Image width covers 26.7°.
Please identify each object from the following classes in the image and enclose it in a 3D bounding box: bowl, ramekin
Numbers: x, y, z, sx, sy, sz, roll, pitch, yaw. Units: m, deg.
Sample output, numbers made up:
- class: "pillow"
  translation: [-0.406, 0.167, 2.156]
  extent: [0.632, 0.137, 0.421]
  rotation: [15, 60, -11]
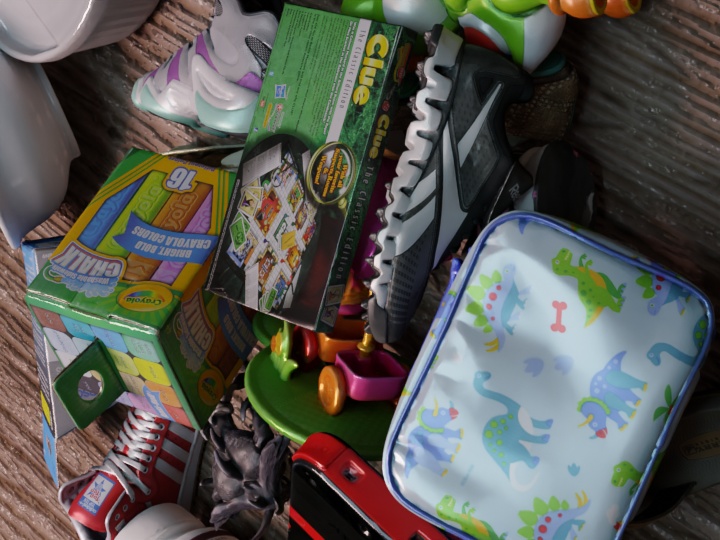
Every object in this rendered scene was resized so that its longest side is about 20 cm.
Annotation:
- class: "bowl"
  translation: [-0.305, -0.126, 1.329]
  extent: [0.202, 0.090, 0.201]
  rotation: [62, 169, 21]
- class: "ramekin"
  translation: [-0.243, -0.276, 1.265]
  extent: [0.202, 0.094, 0.203]
  rotation: [9, 104, 41]

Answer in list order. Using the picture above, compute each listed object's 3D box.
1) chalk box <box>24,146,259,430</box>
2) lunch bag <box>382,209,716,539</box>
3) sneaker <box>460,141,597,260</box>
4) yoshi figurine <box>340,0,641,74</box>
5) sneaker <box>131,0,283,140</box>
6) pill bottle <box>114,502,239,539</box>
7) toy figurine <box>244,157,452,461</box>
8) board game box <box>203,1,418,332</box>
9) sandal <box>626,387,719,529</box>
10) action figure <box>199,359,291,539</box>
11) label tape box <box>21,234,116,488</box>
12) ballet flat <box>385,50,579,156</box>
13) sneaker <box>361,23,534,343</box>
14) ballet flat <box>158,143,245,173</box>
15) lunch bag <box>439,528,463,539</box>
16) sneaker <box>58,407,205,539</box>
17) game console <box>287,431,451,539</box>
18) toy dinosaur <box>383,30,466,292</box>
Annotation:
- class: "chalk box"
  translation: [-0.156, 0.028, 1.137]
  extent: [0.124, 0.200, 0.125]
  rotation: [15, 147, 24]
- class: "lunch bag"
  translation: [0.111, 0.071, 0.913]
  extent: [0.160, 0.082, 0.201]
  rotation: [24, 94, 11]
- class: "sneaker"
  translation: [0.109, 0.014, 1.016]
  extent: [0.086, 0.080, 0.201]
  rotation: [7, 97, 47]
- class: "yoshi figurine"
  translation: [0.074, -0.198, 0.973]
  extent: [0.199, 0.112, 0.113]
  rotation: [-1, 137, 34]
- class: "sneaker"
  translation: [-0.101, -0.175, 1.179]
  extent: [0.200, 0.078, 0.140]
  rotation: [19, 92, 52]
- class: "pill bottle"
  translation: [-0.115, 0.283, 1.242]
  extent: [0.200, 0.114, 0.115]
  rotation: [32, 119, 34]
- class: "toy figurine"
  translation: [0.000, 0.000, 1.062]
  extent: [0.200, 0.150, 0.185]
  rotation: [-126, 43, -52]
- class: "board game box"
  translation: [-0.034, -0.069, 0.990]
  extent: [0.105, 0.023, 0.201]
  rotation: [19, 94, 40]
- class: "sandal"
  translation: [0.179, 0.134, 0.967]
  extent: [0.200, 0.055, 0.082]
  rotation: [-23, 115, 38]
- class: "action figure"
  translation: [-0.083, 0.123, 1.195]
  extent: [0.119, 0.102, 0.200]
  rotation: [-55, 46, 32]
- class: "label tape box"
  translation: [-0.249, 0.073, 1.320]
  extent: [0.144, 0.063, 0.201]
  rotation: [-165, 69, -74]
- class: "ballet flat"
  translation: [0.048, -0.106, 1.018]
  extent: [0.199, 0.071, 0.066]
  rotation: [2, 120, 22]
- class: "sneaker"
  translation: [0.059, -0.046, 0.943]
  extent: [0.090, 0.066, 0.201]
  rotation: [15, 92, 0]
- class: "ballet flat"
  translation: [-0.104, -0.069, 1.199]
  extent: [0.199, 0.062, 0.068]
  rotation: [-1, 95, 42]
- class: "lunch bag"
  translation: [0.075, 0.213, 1.048]
  extent: [0.176, 0.082, 0.200]
  rotation: [52, 149, 6]
- class: "sneaker"
  translation: [-0.193, 0.151, 1.290]
  extent: [0.071, 0.112, 0.201]
  rotation: [20, 111, 38]
- class: "game console"
  translation: [0.026, 0.210, 1.010]
  extent: [0.200, 0.031, 0.177]
  rotation: [41, 152, 23]
- class: "toy dinosaur"
  translation: [0.020, -0.092, 1.082]
  extent: [0.106, 0.060, 0.201]
  rotation: [28, 116, 34]
